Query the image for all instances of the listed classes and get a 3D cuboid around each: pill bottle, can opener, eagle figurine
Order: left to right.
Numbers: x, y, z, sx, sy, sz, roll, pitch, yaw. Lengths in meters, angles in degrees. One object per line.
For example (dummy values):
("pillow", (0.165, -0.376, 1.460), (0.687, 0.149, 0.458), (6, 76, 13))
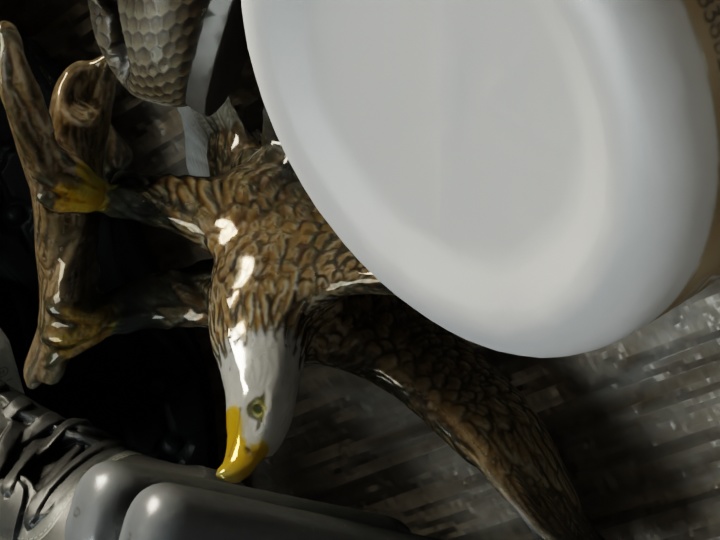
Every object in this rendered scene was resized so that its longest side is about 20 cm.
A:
("eagle figurine", (-0.001, 0.007, 0.829), (0.199, 0.151, 0.152), (7, 170, 9))
("can opener", (0.001, 0.105, 0.825), (0.053, 0.200, 0.067), (16, 91, 51))
("pill bottle", (0.083, -0.073, 0.582), (0.116, 0.200, 0.116), (31, 137, 35))

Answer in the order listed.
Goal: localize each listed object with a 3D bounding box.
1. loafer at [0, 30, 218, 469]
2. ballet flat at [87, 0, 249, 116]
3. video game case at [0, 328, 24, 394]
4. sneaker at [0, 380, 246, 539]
("loafer", (-0.097, 0.007, 0.983), (0.070, 0.068, 0.201), (-112, 3, -65))
("ballet flat", (-0.030, -0.130, 0.702), (0.046, 0.067, 0.200), (23, 121, 8))
("video game case", (-0.151, 0.054, 1.039), (0.200, 0.023, 0.183), (45, 152, 50))
("sneaker", (-0.120, 0.066, 0.881), (0.200, 0.076, 0.088), (-7, 114, 42))
